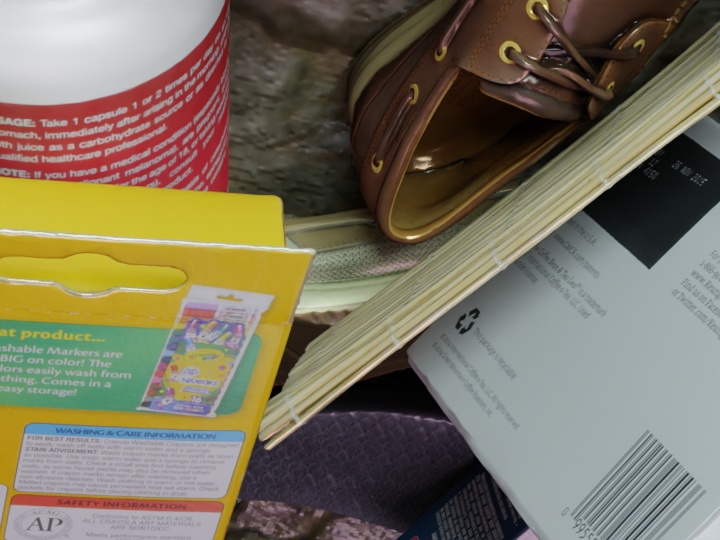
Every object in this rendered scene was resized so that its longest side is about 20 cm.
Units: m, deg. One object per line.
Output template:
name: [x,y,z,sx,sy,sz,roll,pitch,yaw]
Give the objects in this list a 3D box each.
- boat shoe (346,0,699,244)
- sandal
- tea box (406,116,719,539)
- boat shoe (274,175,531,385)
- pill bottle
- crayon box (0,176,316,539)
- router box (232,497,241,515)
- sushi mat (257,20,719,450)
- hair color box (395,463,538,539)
boat shoe: [0.065,-0.077,0.724,0.072,0.068,0.200,24,136,-24]
sandal: [-0.012,0.065,0.930,0.200,0.043,0.076,7,134,10]
tea box: [0.146,0.076,0.716,0.134,0.200,0.197,-45,114,4]
boat shoe: [0.000,-0.001,0.839,0.200,0.063,0.073,-6,153,21]
pill bottle: [-0.097,-0.066,0.711,0.112,0.112,0.200,4,141,-1]
crayon box: [-0.095,0.034,0.704,0.126,0.052,0.200,4,141,-13]
router box: [-0.169,0.102,0.874,0.200,0.149,0.051,32,174,-18]
sushi mat: [0.051,-0.017,0.729,0.200,0.096,0.012,-38,95,17]
hair color box: [0.107,0.094,0.876,0.100,0.061,0.200,38,109,-25]
